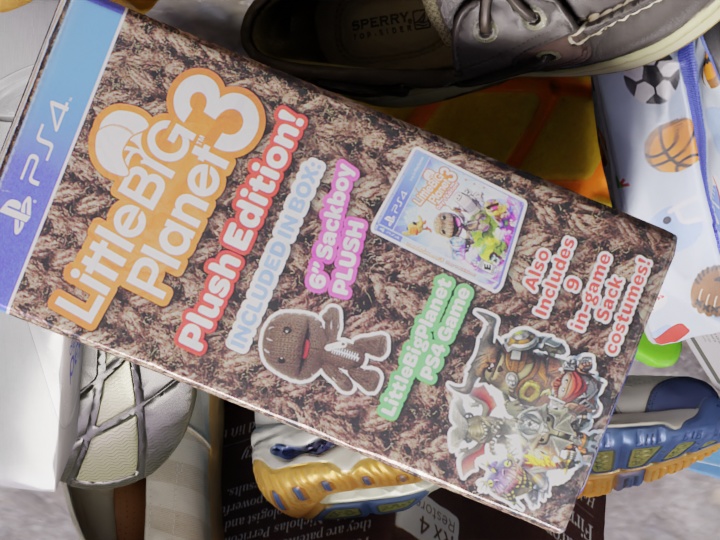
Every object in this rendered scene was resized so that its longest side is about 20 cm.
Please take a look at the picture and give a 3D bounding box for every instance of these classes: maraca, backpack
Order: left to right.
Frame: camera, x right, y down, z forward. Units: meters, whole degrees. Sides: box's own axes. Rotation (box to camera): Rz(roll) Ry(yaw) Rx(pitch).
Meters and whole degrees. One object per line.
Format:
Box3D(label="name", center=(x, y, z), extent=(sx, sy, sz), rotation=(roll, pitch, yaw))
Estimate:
Box3D(label="maraca", center=(0.054, -0.040, 1.057), extent=(0.201, 0.137, 0.107), rotation=(61, 155, -10))
Box3D(label="backpack", center=(0.159, -0.067, 0.985), extent=(0.153, 0.191, 0.201), rotation=(4, 130, 18))

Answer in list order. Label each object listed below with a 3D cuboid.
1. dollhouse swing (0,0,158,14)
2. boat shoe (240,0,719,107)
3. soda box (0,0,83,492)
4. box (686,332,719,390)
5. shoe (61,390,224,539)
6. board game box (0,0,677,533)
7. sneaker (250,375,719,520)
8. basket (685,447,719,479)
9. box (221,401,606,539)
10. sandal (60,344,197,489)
Box3D(label="dollhouse swing", center=(-0.043, -0.119, 0.958), extent=(0.199, 0.177, 0.182), rotation=(-17, 141, 31))
Box3D(label="boat shoe", center=(0.042, -0.089, 0.897), extent=(0.065, 0.074, 0.199), rotation=(-12, 174, -44))
Box3D(label="soda box", center=(-0.141, -0.018, 1.131), extent=(0.068, 0.063, 0.201), rotation=(6, 105, 1))
Box3D(label="box", center=(0.213, -0.030, 1.130), extent=(0.199, 0.060, 0.117), rotation=(-16, 140, 18))
Box3D(label="shoe", center=(-0.097, 0.078, 1.254), extent=(0.070, 0.201, 0.053), rotation=(-31, 146, 31))
Box3D(label="board game box", center=(-0.020, -0.003, 0.921), extent=(0.199, 0.097, 0.159), rotation=(22, 178, -6))
Box3D(label="sneaker", center=(0.053, 0.047, 1.191), extent=(0.198, 0.089, 0.075), rotation=(-3, 156, -3))
Box3D(label="basket", center=(0.230, 0.100, 1.255), extent=(0.199, 0.140, 0.176), rotation=(24, 172, -39))
Box3D(label="box", center=(0.003, 0.131, 1.319), extent=(0.163, 0.201, 0.166), rotation=(-18, 141, 32))
Box3D(label="sandal", center=(-0.111, -0.007, 1.196), extent=(0.079, 0.057, 0.202), rotation=(-6, 104, 5))
